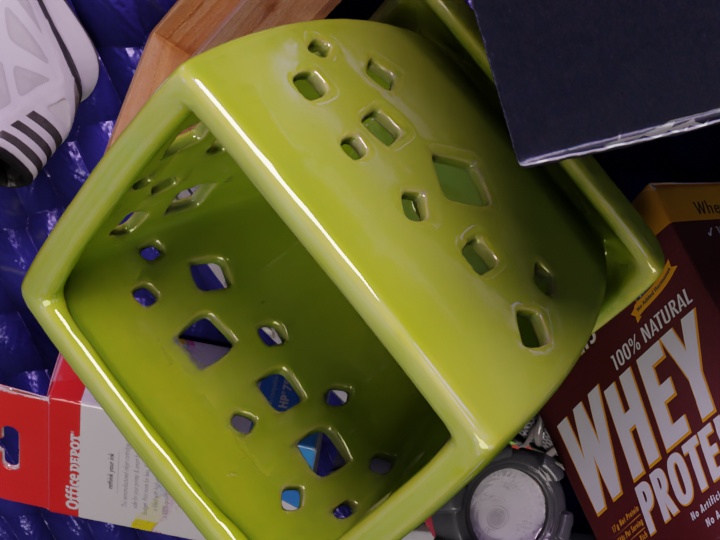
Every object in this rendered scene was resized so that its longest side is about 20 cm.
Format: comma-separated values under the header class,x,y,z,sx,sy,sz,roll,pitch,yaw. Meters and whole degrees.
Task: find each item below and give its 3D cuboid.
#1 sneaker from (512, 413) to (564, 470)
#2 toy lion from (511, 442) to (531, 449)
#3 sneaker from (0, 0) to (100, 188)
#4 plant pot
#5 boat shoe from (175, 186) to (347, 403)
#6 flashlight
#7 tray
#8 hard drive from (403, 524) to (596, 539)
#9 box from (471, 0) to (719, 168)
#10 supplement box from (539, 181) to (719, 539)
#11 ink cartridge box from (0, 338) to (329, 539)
class,x,y,z,sx,sy,sz,roll,pitch,yaw
sneaker,0.104,0.077,1.018,0.199,0.116,0.075,18,120,-1
toy lion,0.069,0.049,1.109,0.199,0.069,0.192,-5,127,18
sneaker,-0.195,-0.121,0.943,0.075,0.116,0.201,-11,132,24
plant pot,0.000,0.000,0.878,0.200,0.181,0.199,50,140,4
boat shoe,-0.033,0.007,1.031,0.200,0.072,0.066,48,148,4
flashlight,0.041,0.116,1.021,0.068,0.068,0.200,14,173,-16
tray,-0.045,-0.127,0.913,0.037,0.099,0.200,31,135,-18
hard drive,0.114,0.171,1.194,0.199,0.026,0.132,6,176,8
box,0.112,-0.161,0.714,0.124,0.197,0.201,-13,98,27
supplement box,0.212,0.074,0.941,0.197,0.200,0.133,-3,148,-35
ink cartridge box,-0.124,0.098,1.194,0.199,0.067,0.116,12,137,1
